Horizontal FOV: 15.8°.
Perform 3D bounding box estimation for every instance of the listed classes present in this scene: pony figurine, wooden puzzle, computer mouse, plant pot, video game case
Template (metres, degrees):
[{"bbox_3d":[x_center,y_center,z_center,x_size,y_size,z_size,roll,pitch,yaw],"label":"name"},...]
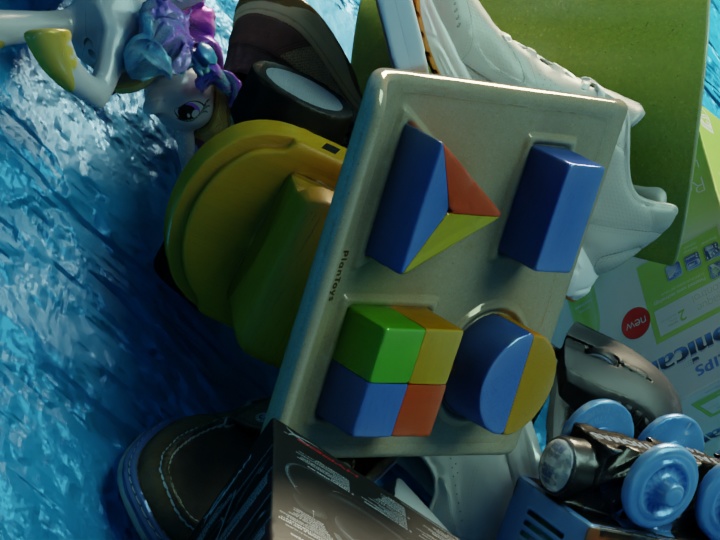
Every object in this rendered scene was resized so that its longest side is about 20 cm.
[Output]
[{"bbox_3d":[-0.117,-0.155,1.295,0.200,0.166,0.194,22,74,-52],"label":"pony figurine"},{"bbox_3d":[0.049,0.006,1.203,0.046,0.186,0.199,27,17,37],"label":"wooden puzzle"},{"bbox_3d":[0.106,0.031,1.389,0.200,0.034,0.059,39,43,-21],"label":"computer mouse"},{"bbox_3d":[0.095,-0.106,1.519,0.187,0.199,0.188,6,90,-87],"label":"plant pot"},{"bbox_3d":[0.019,-0.132,1.363,0.200,0.018,0.144,73,3,-71],"label":"video game case"}]

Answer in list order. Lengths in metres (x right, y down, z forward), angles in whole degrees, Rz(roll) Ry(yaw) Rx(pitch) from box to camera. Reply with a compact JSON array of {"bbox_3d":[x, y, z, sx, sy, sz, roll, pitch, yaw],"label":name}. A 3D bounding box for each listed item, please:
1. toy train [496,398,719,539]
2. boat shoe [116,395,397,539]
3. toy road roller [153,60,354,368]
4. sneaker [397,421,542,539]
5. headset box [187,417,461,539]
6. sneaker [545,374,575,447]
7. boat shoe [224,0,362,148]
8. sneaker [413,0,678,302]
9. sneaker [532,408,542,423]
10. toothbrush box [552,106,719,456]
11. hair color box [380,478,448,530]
[{"bbox_3d":[0.164,0.139,1.354,0.199,0.115,0.087,14,13,-35],"label":"toy train"},{"bbox_3d":[-0.042,0.087,1.239,0.073,0.072,0.200,63,27,5],"label":"boat shoe"},{"bbox_3d":[0.000,0.000,1.262,0.199,0.123,0.146,24,17,-17],"label":"toy road roller"},{"bbox_3d":[0.039,0.060,1.407,0.075,0.088,0.201,86,-10,-59],"label":"sneaker"},{"bbox_3d":[0.004,0.156,1.059,0.148,0.077,0.200,33,12,-10],"label":"headset box"},{"bbox_3d":[0.122,0.138,1.442,0.074,0.082,0.201,12,67,-26],"label":"sneaker"},{"bbox_3d":[-0.020,-0.065,1.444,0.201,0.071,0.066,56,50,-36],"label":"boat shoe"},{"bbox_3d":[0.100,-0.089,1.408,0.201,0.092,0.076,60,4,-12],"label":"sneaker"},{"bbox_3d":[0.072,0.035,1.513,0.080,0.071,0.201,26,40,-13],"label":"sneaker"},{"bbox_3d":[0.191,0.016,1.635,0.086,0.145,0.201,30,40,-46],"label":"toothbrush box"},{"bbox_3d":[0.051,0.210,1.292,0.200,0.060,0.100,49,28,-23],"label":"hair color box"}]
